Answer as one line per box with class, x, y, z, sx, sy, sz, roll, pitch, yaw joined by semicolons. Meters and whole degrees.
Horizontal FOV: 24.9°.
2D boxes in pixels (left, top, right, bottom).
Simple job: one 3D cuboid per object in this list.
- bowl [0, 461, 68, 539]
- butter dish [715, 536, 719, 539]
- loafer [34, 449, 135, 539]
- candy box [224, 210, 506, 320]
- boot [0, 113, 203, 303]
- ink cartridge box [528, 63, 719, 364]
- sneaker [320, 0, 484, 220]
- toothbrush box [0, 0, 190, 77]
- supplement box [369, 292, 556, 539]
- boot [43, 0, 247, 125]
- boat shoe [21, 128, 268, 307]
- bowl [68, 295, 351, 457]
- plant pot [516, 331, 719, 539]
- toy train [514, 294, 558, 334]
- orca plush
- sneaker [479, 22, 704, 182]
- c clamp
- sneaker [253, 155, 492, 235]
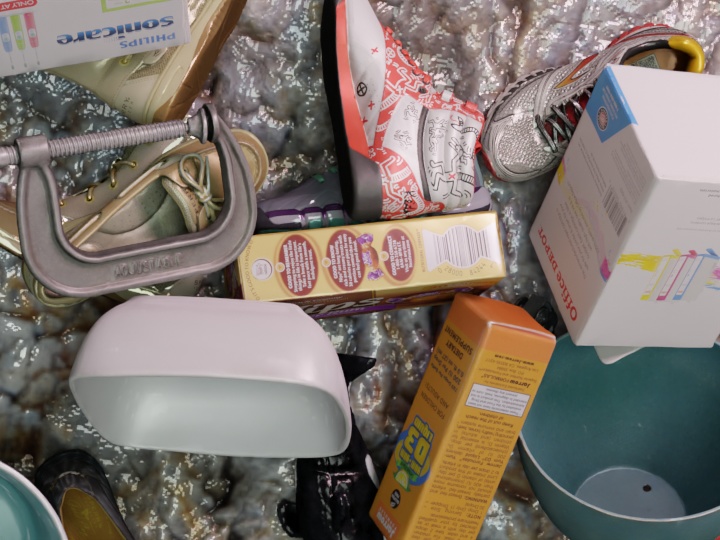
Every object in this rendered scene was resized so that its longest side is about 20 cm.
bowl;-0.313;0.215;1.222;0.200;0.105;0.202;-1;100;-7
butter dish;0.275;0.354;1.353;0.199;0.148;0.200;-26;58;-8
loafer;-0.196;0.239;1.270;0.073;0.072;0.201;-29;103;-7
candy box;0.000;0.000;1.250;0.199;0.117;0.057;-8;81;-11
boot;-0.192;-0.065;1.231;0.199;0.072;0.155;24;93;-19
ink cartridge box;0.225;-0.036;1.254;0.125;0.129;0.200;2;135;-19
sneaker;0.032;-0.135;1.244;0.107;0.067;0.202;-4;70;-12
toothbrush box;-0.209;-0.245;1.140;0.145;0.086;0.201;-11;59;-9
supplement box;0.077;0.123;1.255;0.069;0.067;0.201;12;105;-26
boot;-0.167;-0.212;1.212;0.155;0.073;0.201;24;71;5
boat shoe;-0.150;-0.035;1.179;0.200;0.063;0.073;-28;108;-13
bowl;-0.104;0.077;1.208;0.199;0.200;0.075;4;69;4
plant pot;0.219;0.156;1.301;0.199;0.201;0.135;-12;137;-10
toy train;0.098;0.109;1.330;0.200;0.034;0.046;-55;138;-1
orca plush;-0.006;0.169;1.299;0.105;0.071;0.201;8;96;-12
sneaker;0.182;-0.137;1.290;0.200;0.082;0.078;-33;103;-5
c clamp;-0.165;-0.068;1.127;0.199;0.027;0.172;-6;100;-24
sneaker;0.001;-0.069;1.282;0.199;0.074;0.088;-5;77;-14
